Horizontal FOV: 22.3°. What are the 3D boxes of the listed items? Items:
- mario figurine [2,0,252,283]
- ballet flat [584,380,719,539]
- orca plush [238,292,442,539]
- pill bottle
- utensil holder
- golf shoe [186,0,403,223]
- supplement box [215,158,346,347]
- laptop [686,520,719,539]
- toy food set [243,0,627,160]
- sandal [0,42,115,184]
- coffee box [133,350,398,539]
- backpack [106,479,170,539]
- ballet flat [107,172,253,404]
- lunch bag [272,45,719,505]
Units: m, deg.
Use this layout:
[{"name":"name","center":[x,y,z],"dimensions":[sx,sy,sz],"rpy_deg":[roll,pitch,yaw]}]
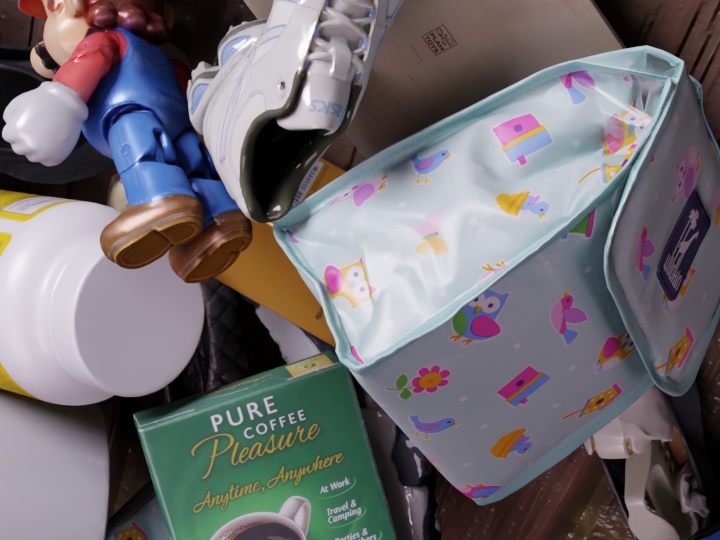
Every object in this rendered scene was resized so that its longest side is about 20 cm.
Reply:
[{"name":"mario figurine","center":[-0.128,-0.084,0.920],"dimensions":[0.106,0.200,0.124],"rpy_deg":[-18,156,-8]},{"name":"ballet flat","center":[0.156,0.094,1.006],"dimensions":[0.073,0.073,0.200],"rpy_deg":[-6,125,29]},{"name":"orca plush","center":[-0.003,0.081,1.072],"dimensions":[0.200,0.071,0.105],"rpy_deg":[51,127,6]},{"name":"pill bottle","center":[-0.180,0.015,1.024],"dimensions":[0.200,0.112,0.113],"rpy_deg":[9,136,49]},{"name":"utensil holder","center":[-0.263,0.142,1.066],"dimensions":[0.200,0.170,0.170],"rpy_deg":[10,139,-21]},{"name":"golf shoe","center":[-0.010,-0.106,0.805],"dimensions":[0.078,0.097,0.200],"rpy_deg":[10,131,-24]},{"name":"supplement box","center":[0.000,0.000,1.001],"dimensions":[0.200,0.069,0.067],"rpy_deg":[31,135,0]},{"name":"laptop","center":[0.260,0.206,1.028],"dimensions":[0.200,0.103,0.177],"rpy_deg":[22,135,7]},{"name":"toy food set","center":[0.043,-0.126,0.885],"dimensions":[0.143,0.060,0.200],"rpy_deg":[-27,115,27]},{"name":"sandal","center":[-0.195,-0.088,0.958],"dimensions":[0.200,0.048,0.075],"rpy_deg":[17,105,-39]},{"name":"coffee box","center":[-0.040,0.156,1.012],"dimensions":[0.123,0.044,0.200],"rpy_deg":[-19,101,-8]},{"name":"backpack","center":[-0.105,0.212,1.159],"dimensions":[0.153,0.176,0.200],"rpy_deg":[37,133,10]},{"name":"ballet flat","center":[-0.105,0.032,1.073],"dimensions":[0.066,0.057,0.200],"rpy_deg":[6,123,42]},{"name":"lunch bag","center":[0.089,-0.003,0.865],"dimensions":[0.200,0.122,0.170],"rpy_deg":[-33,143,4]}]
